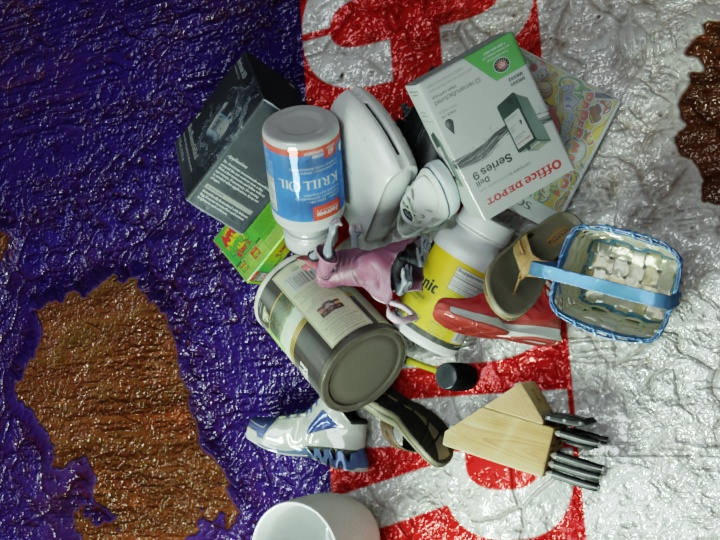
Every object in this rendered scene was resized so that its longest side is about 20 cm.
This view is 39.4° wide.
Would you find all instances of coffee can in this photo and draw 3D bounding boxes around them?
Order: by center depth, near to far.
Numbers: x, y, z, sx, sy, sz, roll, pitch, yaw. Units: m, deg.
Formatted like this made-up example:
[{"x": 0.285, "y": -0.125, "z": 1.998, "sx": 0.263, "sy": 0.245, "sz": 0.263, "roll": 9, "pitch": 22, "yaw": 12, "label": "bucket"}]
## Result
[{"x": -0.046, "y": 0.087, "z": 1.474, "sx": 0.200, "sy": 0.146, "sz": 0.147, "roll": 45, "pitch": 108, "yaw": 40, "label": "coffee can"}]

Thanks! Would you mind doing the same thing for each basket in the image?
[{"x": 0.323, "y": 0.017, "z": 1.269, "sx": 0.175, "sy": 0.199, "sz": 0.141, "roll": 18, "pitch": 95, "yaw": 29, "label": "basket"}]

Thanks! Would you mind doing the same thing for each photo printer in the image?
[{"x": 0.008, "y": -0.158, "z": 1.470, "sx": 0.167, "sy": 0.069, "sz": 0.200, "roll": 58, "pitch": 155, "yaw": 19, "label": "photo printer"}]

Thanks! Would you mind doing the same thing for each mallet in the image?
[{"x": 0.073, "y": 0.135, "z": 1.476, "sx": 0.198, "sy": 0.066, "sz": 0.042, "roll": 15, "pitch": 92, "yaw": 29, "label": "mallet"}]

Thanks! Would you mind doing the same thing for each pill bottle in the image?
[{"x": 0.135, "y": 0.011, "z": 1.426, "sx": 0.111, "sy": 0.111, "sz": 0.201, "roll": 34, "pitch": 102, "yaw": 26, "label": "pill bottle"}, {"x": -0.078, "y": -0.126, "z": 1.455, "sx": 0.111, "sy": 0.112, "sz": 0.202, "roll": 20, "pitch": 134, "yaw": 28, "label": "pill bottle"}]

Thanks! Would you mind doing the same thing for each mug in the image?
[{"x": -0.044, "y": 0.423, "z": 1.456, "sx": 0.147, "sy": 0.175, "sz": 0.202, "roll": -22, "pitch": 77, "yaw": 26, "label": "mug"}]

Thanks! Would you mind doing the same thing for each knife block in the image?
[{"x": 0.235, "y": 0.251, "z": 1.379, "sx": 0.199, "sy": 0.064, "sz": 0.177, "roll": -36, "pitch": 70, "yaw": 22, "label": "knife block"}]

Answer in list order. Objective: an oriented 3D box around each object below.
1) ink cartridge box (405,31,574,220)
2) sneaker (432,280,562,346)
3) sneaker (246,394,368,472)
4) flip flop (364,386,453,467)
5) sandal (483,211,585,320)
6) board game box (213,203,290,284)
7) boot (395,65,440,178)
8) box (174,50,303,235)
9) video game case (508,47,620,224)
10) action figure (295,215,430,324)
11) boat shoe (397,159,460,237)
[{"x": 0.171, "y": -0.188, "z": 1.317, "sx": 0.145, "sy": 0.084, "sz": 0.201, "roll": -30, "pitch": 102, "yaw": -4, "label": "ink cartridge box"}, {"x": 0.190, "y": 0.033, "z": 1.372, "sx": 0.078, "sy": 0.198, "sz": 0.117, "roll": -15, "pitch": 64, "yaw": 60, "label": "sneaker"}, {"x": -0.068, "y": 0.232, "z": 1.547, "sx": 0.197, "sy": 0.080, "sz": 0.117, "roll": 10, "pitch": 87, "yaw": 22, "label": "sneaker"}, {"x": 0.056, "y": 0.227, "z": 1.477, "sx": 0.199, "sy": 0.081, "sz": 0.058, "roll": 32, "pitch": 118, "yaw": 30, "label": "flip flop"}, {"x": 0.235, "y": -0.018, "z": 1.334, "sx": 0.080, "sy": 0.054, "sz": 0.200, "roll": 44, "pitch": 65, "yaw": 9, "label": "sandal"}, {"x": -0.139, "y": -0.086, "z": 1.619, "sx": 0.200, "sy": 0.047, "sz": 0.102, "roll": -49, "pitch": 66, "yaw": 16, "label": "board game box"}, {"x": 0.132, "y": -0.191, "z": 1.465, "sx": 0.198, "sy": 0.073, "sz": 0.164, "roll": 33, "pitch": 101, "yaw": 32, "label": "boot"}, {"x": -0.182, "y": -0.202, "z": 1.565, "sx": 0.200, "sy": 0.117, "sz": 0.197, "roll": -48, "pitch": 32, "yaw": 16, "label": "box"}, {"x": 0.233, "y": -0.182, "z": 1.381, "sx": 0.181, "sy": 0.023, "sz": 0.202, "roll": 25, "pitch": 99, "yaw": -8, "label": "video game case"}, {"x": 0.000, "y": 0.000, "z": 1.411, "sx": 0.198, "sy": 0.134, "sz": 0.151, "roll": -3, "pitch": 89, "yaw": 30, "label": "action figure"}, {"x": 0.090, "y": -0.087, "z": 1.409, "sx": 0.066, "sy": 0.200, "sz": 0.074, "roll": -31, "pitch": 74, "yaw": -11, "label": "boat shoe"}]
